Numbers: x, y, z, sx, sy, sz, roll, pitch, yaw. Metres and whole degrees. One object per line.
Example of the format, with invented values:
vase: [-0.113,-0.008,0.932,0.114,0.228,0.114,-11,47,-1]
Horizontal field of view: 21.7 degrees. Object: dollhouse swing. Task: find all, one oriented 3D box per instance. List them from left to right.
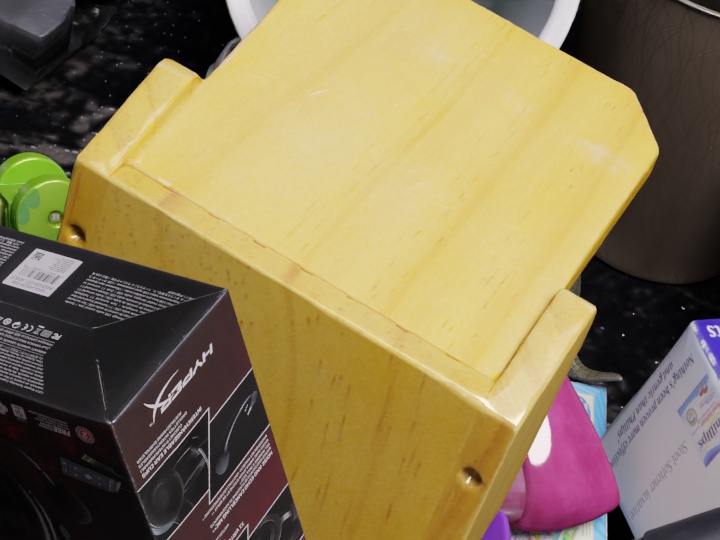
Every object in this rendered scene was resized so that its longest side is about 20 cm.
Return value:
dollhouse swing: [0.000,0.000,0.792,0.200,0.182,0.176,30,40,11]

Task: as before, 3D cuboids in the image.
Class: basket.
basket: [0.179,-0.097,0.952,0.180,0.200,0.136,1,52,-11]

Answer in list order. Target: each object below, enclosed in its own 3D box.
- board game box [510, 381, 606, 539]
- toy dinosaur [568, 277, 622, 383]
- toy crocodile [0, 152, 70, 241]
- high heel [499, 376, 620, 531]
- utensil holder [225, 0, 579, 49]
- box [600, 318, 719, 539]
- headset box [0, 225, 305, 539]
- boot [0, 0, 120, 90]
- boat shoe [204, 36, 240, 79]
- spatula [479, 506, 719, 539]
board game box: [0.043,0.130,0.843,0.134,0.034,0.200,11,50,-5]
toy dinosaur: [0.057,-0.021,0.922,0.200,0.077,0.102,29,53,27]
toy crocodile: [-0.187,-0.017,0.894,0.199,0.062,0.067,-8,18,-25]
high heel: [0.065,0.017,0.846,0.096,0.067,0.201,3,80,-24]
utensil holder: [0.016,-0.166,0.944,0.169,0.171,0.200,11,13,-5]
box: [0.233,0.124,0.826,0.183,0.105,0.200,-2,52,-29]
headset box: [-0.106,0.086,0.733,0.148,0.200,0.077,15,47,29]
boot: [-0.214,-0.201,1.031,0.200,0.066,0.165,27,59,13]
boat shoe: [-0.059,-0.033,0.927,0.071,0.070,0.200,8,53,-5]
spatula: [0.100,0.113,0.764,0.199,0.021,0.057,-15,40,17]
